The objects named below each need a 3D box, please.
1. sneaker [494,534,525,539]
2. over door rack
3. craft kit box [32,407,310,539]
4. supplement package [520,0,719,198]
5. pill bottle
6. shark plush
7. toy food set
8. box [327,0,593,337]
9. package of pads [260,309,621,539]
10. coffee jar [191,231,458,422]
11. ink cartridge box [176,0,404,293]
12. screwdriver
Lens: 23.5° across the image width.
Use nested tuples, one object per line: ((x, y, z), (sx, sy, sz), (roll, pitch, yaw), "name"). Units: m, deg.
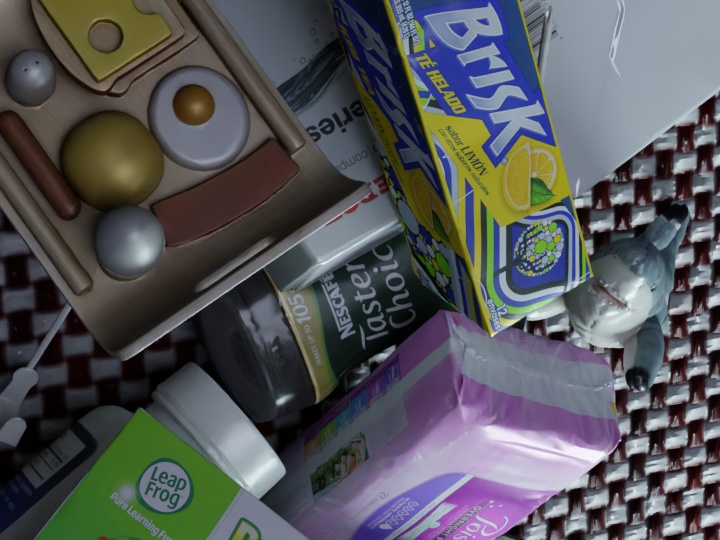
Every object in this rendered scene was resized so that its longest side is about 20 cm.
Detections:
((0.070, 0.265, 1.076), (0.070, 0.093, 0.200), (29, 89, -29), "sneaker")
((-0.199, -0.030, 0.885), (0.148, 0.067, 0.200), (26, 104, -22), "over door rack")
((-0.091, 0.204, 0.843), (0.200, 0.049, 0.198), (37, 75, 4), "craft kit box")
((0.109, -0.171, 0.973), (0.156, 0.111, 0.200), (-36, 115, -12), "supplement package")
((-0.141, 0.144, 0.931), (0.200, 0.111, 0.111), (-41, 117, -11), "pill bottle")
((0.175, 0.000, 1.021), (0.200, 0.091, 0.083), (-18, 139, -54), "shark plush")
((-0.109, -0.077, 0.799), (0.143, 0.060, 0.200), (-35, 90, -15), "toy food set")
((0.044, -0.073, 0.802), (0.064, 0.070, 0.200), (-31, 125, -15), "box")
((0.041, 0.107, 0.976), (0.120, 0.076, 0.200), (19, 135, -29), "package of pads")
((0.000, 0.000, 0.979), (0.200, 0.085, 0.104), (-29, 115, -17), "coffee jar")
((-0.023, -0.110, 0.899), (0.147, 0.083, 0.200), (-31, 89, -17), "ink cartridge box")
((0.090, -0.044, 0.933), (0.028, 0.029, 0.200), (-9, 124, -29), "screwdriver")
